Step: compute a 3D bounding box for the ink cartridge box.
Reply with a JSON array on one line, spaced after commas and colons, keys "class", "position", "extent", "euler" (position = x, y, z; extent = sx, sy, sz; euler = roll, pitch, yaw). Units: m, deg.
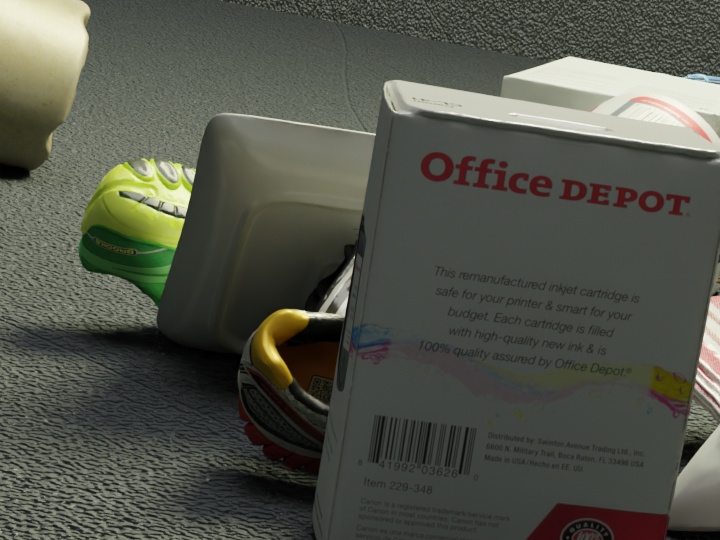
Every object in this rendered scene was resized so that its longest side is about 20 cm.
[{"class": "ink cartridge box", "position": [0.066, 0.032, 1.040], "extent": [0.146, 0.201, 0.086], "euler": [9, 11, -6]}]

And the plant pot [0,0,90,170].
[{"class": "plant pot", "position": [-0.306, -0.163, 1.815], "extent": [0.182, 0.202, 0.200], "euler": [18, 8, -17]}]

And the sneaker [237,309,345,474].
[{"class": "sneaker", "position": [0.038, 0.063, 1.119], "extent": [0.198, 0.078, 0.082], "euler": [7, -29, 6]}]

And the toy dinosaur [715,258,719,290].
[{"class": "toy dinosaur", "position": [0.284, -0.010, 1.606], "extent": [0.102, 0.137, 0.199], "euler": [18, 14, 41]}]

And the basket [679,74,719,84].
[{"class": "basket", "position": [0.300, -0.088, 1.948], "extent": [0.175, 0.140, 0.200], "euler": [3, -18, -28]}]

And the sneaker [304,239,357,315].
[{"class": "sneaker", "position": [0.047, 0.025, 1.265], "extent": [0.200, 0.076, 0.116], "euler": [-8, 56, -52]}]

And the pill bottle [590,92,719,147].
[{"class": "pill bottle", "position": [0.139, -0.024, 1.526], "extent": [0.119, 0.120, 0.200], "euler": [16, 32, 31]}]

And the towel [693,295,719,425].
[{"class": "towel", "position": [0.253, 0.062, 1.355], "extent": [0.199, 0.030, 0.146], "euler": [-3, 36, -36]}]

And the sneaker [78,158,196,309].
[{"class": "sneaker", "position": [-0.071, -0.001, 1.403], "extent": [0.199, 0.084, 0.074], "euler": [24, 42, -22]}]

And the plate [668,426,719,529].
[{"class": "plate", "position": [0.261, 0.054, 1.165], "extent": [0.199, 0.032, 0.200], "euler": [-6, 27, 41]}]

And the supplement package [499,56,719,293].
[{"class": "supplement package", "position": [0.184, -0.060, 1.732], "extent": [0.151, 0.152, 0.200], "euler": [12, 12, 15]}]

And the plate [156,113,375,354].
[{"class": "plate", "position": [0.000, 0.000, 1.313], "extent": [0.198, 0.200, 0.032], "euler": [8, 53, -9]}]

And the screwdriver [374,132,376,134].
[{"class": "screwdriver", "position": [-0.026, -0.040, 1.466], "extent": [0.200, 0.029, 0.028], "euler": [-41, 37, -18]}]
